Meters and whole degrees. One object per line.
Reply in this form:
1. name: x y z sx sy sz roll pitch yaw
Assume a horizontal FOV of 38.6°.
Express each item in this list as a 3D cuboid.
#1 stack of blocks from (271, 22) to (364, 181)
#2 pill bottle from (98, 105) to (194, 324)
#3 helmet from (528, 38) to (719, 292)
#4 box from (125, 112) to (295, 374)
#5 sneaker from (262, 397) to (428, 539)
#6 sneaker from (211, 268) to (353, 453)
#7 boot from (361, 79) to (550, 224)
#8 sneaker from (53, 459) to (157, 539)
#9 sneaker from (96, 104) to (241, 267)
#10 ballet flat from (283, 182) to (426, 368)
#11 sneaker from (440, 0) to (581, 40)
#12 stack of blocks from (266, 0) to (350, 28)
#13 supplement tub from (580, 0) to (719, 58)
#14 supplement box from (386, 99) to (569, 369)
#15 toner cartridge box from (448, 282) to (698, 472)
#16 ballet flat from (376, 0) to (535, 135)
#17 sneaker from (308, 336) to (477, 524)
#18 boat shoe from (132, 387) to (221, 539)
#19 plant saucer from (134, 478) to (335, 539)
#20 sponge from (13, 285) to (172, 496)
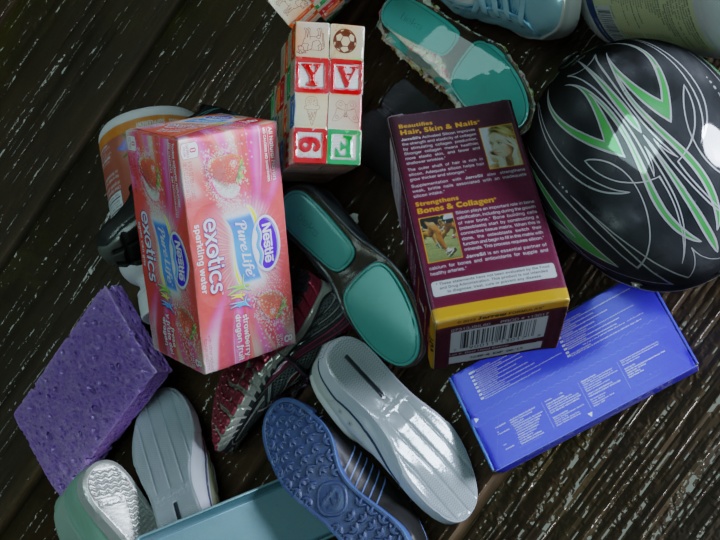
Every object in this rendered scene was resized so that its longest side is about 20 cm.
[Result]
1. stack of blocks: -0.044 -0.147 0.946 0.058 0.200 0.117 1 90 -10
2. pill bottle: -0.196 -0.053 1.039 0.111 0.112 0.203 -18 75 16
3. helmet: 0.232 -0.087 0.840 0.197 0.191 0.203 -1 110 -2
4. box: -0.127 -0.027 0.890 0.094 0.102 0.203 16 115 49
5. sneaker: -0.013 0.201 0.942 0.070 0.078 0.200 -45 64 7
6. sneaker: -0.079 0.099 0.990 0.201 0.074 0.081 -54 25 15
7. boot: 0.057 -0.069 0.958 0.164 0.066 0.200 -39 70 -21
8. sneaker: -0.227 0.288 1.018 0.118 0.073 0.202 -34 89 47
9. sneaker: -0.177 -0.082 0.965 0.079 0.076 0.200 36 62 18
10. ballet flat: 0.000 0.000 0.956 0.073 0.073 0.201 -40 83 8
11. sneaker: 0.118 -0.253 0.943 0.200 0.081 0.075 38 137 53
12. stack of blocks: -0.036 -0.285 0.977 0.115 0.200 0.059 -41 95 8
13. supplement tub: 0.289 -0.249 0.843 0.199 0.144 0.146 25 88 56
14. supplement box: 0.092 -0.033 0.854 0.109 0.086 0.202 -9 60 -3
15. toner cartridge box: 0.186 0.091 0.907 0.198 0.043 0.096 -30 70 12
16. ballet flat: 0.097 -0.197 0.986 0.076 0.064 0.200 -45 71 7
17. sneaker: 0.030 0.147 0.943 0.073 0.071 0.201 -36 87 -27
18. boat shoe: -0.174 0.210 1.003 0.071 0.062 0.202 -23 55 5
19. plant saucer: -0.102 0.240 0.935 0.198 0.019 0.071 -17 69 -28
20. sponge: -0.275 0.124 1.046 0.200 0.030 0.112 -50 65 23
